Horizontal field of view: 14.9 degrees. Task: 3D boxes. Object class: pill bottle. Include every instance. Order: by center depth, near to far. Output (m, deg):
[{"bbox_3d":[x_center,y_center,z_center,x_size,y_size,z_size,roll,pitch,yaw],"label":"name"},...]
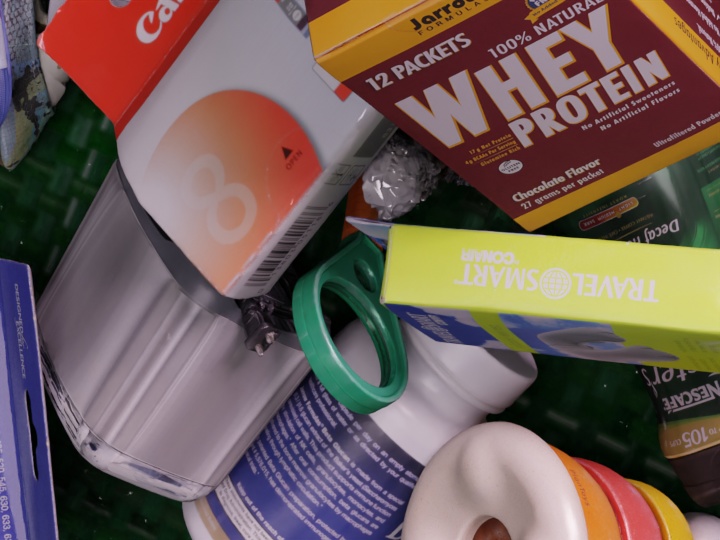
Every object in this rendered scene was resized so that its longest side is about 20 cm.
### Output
[{"bbox_3d":[0.003,0.098,1.542,0.111,0.111,0.200,46,107,3],"label":"pill bottle"}]

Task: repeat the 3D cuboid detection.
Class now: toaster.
[{"bbox_3d":[-0.101,0.035,1.511,0.113,0.200,0.130,23,110,-33],"label":"toaster"}]

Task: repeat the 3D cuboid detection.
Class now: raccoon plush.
[{"bbox_3d":[0.096,-0.078,1.450,0.133,0.201,0.097,-2,130,23],"label":"raccoon plush"}]

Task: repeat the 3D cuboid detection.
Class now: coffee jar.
[{"bbox_3d":[0.186,0.024,1.493,0.104,0.085,0.201,-25,93,33],"label":"coffee jar"}]

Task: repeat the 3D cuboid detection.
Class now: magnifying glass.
[{"bbox_3d":[0.000,0.000,1.486,0.022,0.201,0.080,-31,119,24],"label":"magnifying glass"}]

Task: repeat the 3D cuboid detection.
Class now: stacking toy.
[{"bbox_3d":[0.134,0.159,1.490,0.146,0.199,0.147,-10,78,52],"label":"stacking toy"}]

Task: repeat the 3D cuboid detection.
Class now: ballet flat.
[{"bbox_3d":[-0.182,-0.157,1.570,0.074,0.074,0.202,2,103,14],"label":"ballet flat"}]

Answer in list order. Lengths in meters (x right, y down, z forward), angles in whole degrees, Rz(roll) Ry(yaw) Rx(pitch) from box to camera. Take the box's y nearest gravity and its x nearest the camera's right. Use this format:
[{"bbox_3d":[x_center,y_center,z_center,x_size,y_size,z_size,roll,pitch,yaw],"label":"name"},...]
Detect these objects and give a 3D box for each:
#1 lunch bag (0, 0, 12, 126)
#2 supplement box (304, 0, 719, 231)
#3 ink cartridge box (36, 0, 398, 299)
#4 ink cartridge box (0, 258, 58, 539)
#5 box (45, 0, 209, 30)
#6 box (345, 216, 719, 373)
[{"bbox_3d":[-0.267,-0.170,1.556,0.160,0.075,0.202,3,102,58],"label":"lunch bag"},{"bbox_3d":[0.071,-0.164,1.316,0.132,0.197,0.201,-25,54,24],"label":"supplement box"},{"bbox_3d":[-0.074,-0.112,1.405,0.200,0.050,0.162,46,111,18],"label":"ink cartridge box"},{"bbox_3d":[-0.224,0.086,1.562,0.047,0.200,0.199,-8,98,-20],"label":"ink cartridge box"},{"bbox_3d":[-0.058,-0.197,1.485,0.183,0.105,0.202,18,104,31],"label":"box"},{"bbox_3d":[0.099,0.013,1.403,0.198,0.122,0.048,5,80,16],"label":"box"}]
